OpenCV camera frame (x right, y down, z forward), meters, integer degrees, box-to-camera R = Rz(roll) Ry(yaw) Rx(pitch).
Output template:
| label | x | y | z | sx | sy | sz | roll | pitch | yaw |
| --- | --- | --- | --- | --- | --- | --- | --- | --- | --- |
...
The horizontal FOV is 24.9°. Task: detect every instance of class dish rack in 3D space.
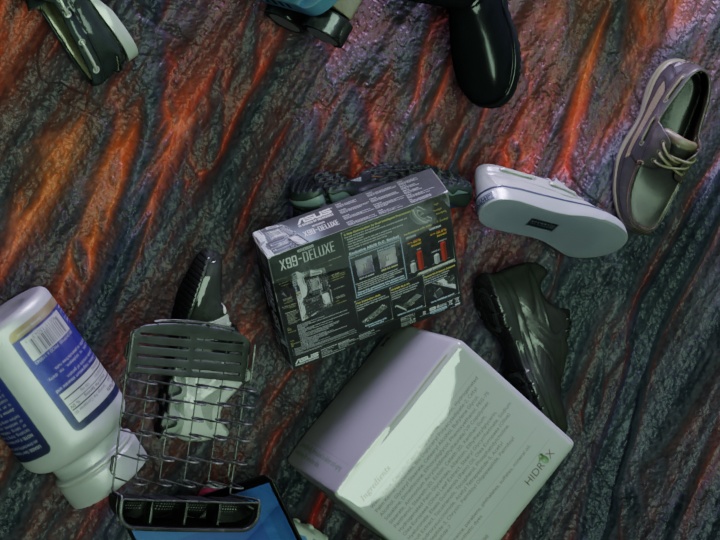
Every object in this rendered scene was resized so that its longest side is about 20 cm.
| label | x | y | z | sx | sy | sz | roll | pitch | yaw |
| --- | --- | --- | --- | --- | --- | --- | --- | --- | --- |
| dish rack | -0.165 | 0.149 | 1.580 | 0.153 | 0.054 | 0.201 | 7 | 90 | -35 |

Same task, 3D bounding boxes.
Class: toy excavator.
| label | x | y | z | sx | sy | sz | roll | pitch | yaw |
| --- | --- | --- | --- | --- | --- | --- | --- | --- | --- |
| toy excavator | -0.102 | -0.326 | 1.623 | 0.200 | 0.194 | 0.100 | 34 | 84 | -44 |

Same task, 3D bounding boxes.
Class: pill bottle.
| label | x | y | z | sx | sy | sz | roll | pitch | yaw |
| --- | --- | --- | --- | --- | --- | --- | --- | --- | --- |
| pill bottle | -0.301 | 0.128 | 1.594 | 0.120 | 0.120 | 0.200 | -36 | 103 | -11 |

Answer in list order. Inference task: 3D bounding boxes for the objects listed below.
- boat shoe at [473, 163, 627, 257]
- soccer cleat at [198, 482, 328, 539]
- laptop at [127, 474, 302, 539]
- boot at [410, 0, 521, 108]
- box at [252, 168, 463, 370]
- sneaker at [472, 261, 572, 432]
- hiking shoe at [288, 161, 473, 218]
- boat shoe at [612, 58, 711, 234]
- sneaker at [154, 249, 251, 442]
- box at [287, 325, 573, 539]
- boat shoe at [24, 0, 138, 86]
| label | x | y | z | sx | sy | sz | roll | pitch | yaw |
| --- | --- | --- | --- | --- | --- | --- | --- | --- | --- |
| boat shoe | 0.207 | -0.070 | 1.759 | 0.200 | 0.074 | 0.066 | 19 | 48 | -35 |
| soccer cleat | -0.085 | 0.286 | 1.707 | 0.200 | 0.070 | 0.086 | 46 | 43 | -3 |
| laptop | -0.139 | 0.334 | 1.626 | 0.177 | 0.200 | 0.103 | -21 | 138 | 20 |
| boot | 0.092 | -0.269 | 1.663 | 0.168 | 0.076 | 0.201 | -3 | 90 | -58 |
| box | 0.000 | 0.000 | 1.668 | 0.200 | 0.050 | 0.158 | -21 | 132 | -11 |
| sneaker | 0.196 | 0.084 | 1.768 | 0.091 | 0.076 | 0.201 | -23 | 102 | -20 |
| hiking shoe | 0.021 | -0.062 | 1.712 | 0.199 | 0.074 | 0.087 | -5 | 113 | -13 |
| boat shoe | 0.332 | -0.138 | 1.790 | 0.074 | 0.073 | 0.201 | 14 | 90 | -17 |
| sneaker | -0.151 | 0.078 | 1.664 | 0.088 | 0.074 | 0.201 | 8 | 101 | -17 |
| box | 0.067 | 0.185 | 1.668 | 0.171 | 0.199 | 0.200 | 42 | 82 | -15 |
| boat shoe | -0.299 | -0.271 | 1.589 | 0.060 | 0.076 | 0.200 | -43 | 104 | -16 |
